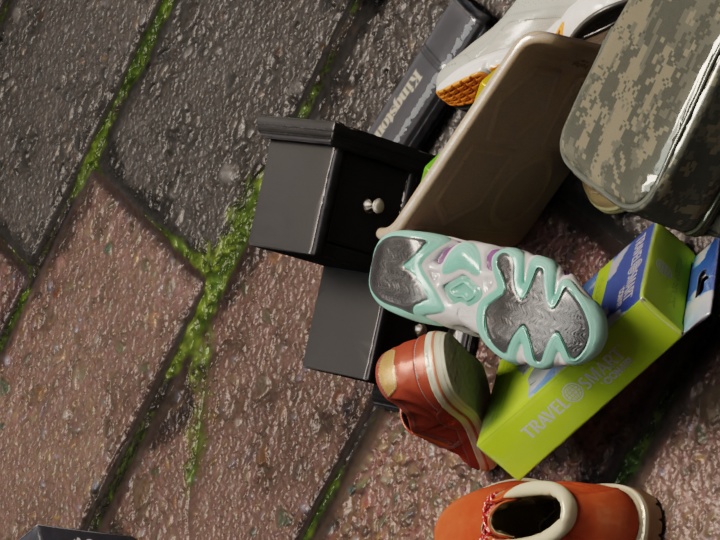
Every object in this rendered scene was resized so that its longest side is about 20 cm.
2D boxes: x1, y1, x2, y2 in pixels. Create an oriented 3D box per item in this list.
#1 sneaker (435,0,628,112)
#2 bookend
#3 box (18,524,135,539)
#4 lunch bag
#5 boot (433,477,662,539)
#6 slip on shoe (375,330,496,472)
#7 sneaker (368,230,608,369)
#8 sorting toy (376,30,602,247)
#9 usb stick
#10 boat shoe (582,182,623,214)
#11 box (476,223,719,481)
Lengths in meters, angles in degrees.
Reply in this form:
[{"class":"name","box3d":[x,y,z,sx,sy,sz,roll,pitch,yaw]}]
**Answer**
[{"class":"sneaker","box3d":[0.142,-0.191,1.728,0.199,0.076,0.092,-26,53,31]},{"class":"bookend","box3d":[0.000,0.000,1.718,0.092,0.199,0.200,9,84,47]},{"class":"box","box3d":[-0.280,0.361,1.968,0.196,0.117,0.201,-39,55,32]},{"class":"lunch bag","box3d":[0.260,-0.117,1.506,0.201,0.167,0.139,-65,31,12]},{"class":"boot","box3d":[0.110,0.183,1.621,0.199,0.107,0.075,-14,72,45]},{"class":"slip on shoe","box3d":[0.061,0.098,1.637,0.061,0.200,0.074,-11,66,14]},{"class":"sneaker","box3d":[0.119,0.019,1.571,0.199,0.140,0.078,23,101,38]},{"class":"sorting toy","box3d":[0.113,-0.096,1.639,0.036,0.185,0.200,48,113,25]},{"class":"usb stick","box3d":[0.046,-0.136,1.831,0.200,0.033,0.055,-57,46,19]},{"class":"boat shoe","box3d":[0.223,-0.125,1.621,0.200,0.063,0.073,-51,48,24]},{"class":"box","box3d":[0.171,0.051,1.594,0.200,0.048,0.122,-45,12,29]}]
